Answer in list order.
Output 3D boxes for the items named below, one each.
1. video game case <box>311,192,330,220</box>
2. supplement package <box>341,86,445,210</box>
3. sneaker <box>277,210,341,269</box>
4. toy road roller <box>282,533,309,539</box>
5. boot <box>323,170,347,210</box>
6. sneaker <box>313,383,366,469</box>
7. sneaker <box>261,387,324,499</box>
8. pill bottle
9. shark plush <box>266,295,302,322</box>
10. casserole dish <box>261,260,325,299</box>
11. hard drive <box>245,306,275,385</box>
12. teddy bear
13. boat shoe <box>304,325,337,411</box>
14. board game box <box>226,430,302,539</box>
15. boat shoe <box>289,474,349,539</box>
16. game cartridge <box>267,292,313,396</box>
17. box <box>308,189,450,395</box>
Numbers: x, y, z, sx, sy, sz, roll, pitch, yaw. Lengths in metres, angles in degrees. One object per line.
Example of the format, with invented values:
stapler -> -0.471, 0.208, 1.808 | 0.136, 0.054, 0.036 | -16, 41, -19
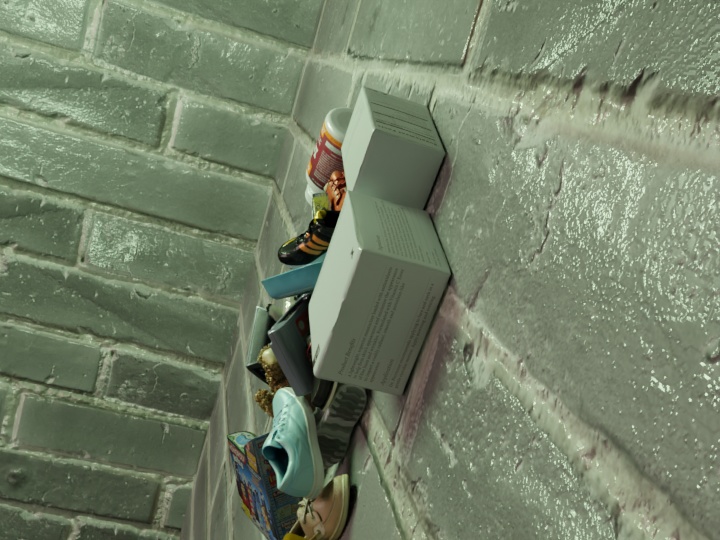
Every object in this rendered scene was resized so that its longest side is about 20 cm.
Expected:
video game case -> -0.065, -0.019, 1.645 | 0.201, 0.035, 0.184 | 94, 170, -69
supplement package -> 0.045, -0.184, 1.369 | 0.201, 0.115, 0.118 | -98, 26, -60
sneaker -> -0.066, -0.065, 1.481 | 0.197, 0.090, 0.071 | -11, 42, 29
toy road roller -> -0.101, 0.487, 1.311 | 0.146, 0.121, 0.202 | -71, 4, -63
boot -> -0.027, -0.131, 1.594 | 0.200, 0.074, 0.109 | 147, 101, -79
sneaker -> -0.043, 0.241, 1.435 | 0.201, 0.074, 0.082 | -56, 15, 27
sneaker -> -0.115, 0.257, 1.375 | 0.074, 0.081, 0.201 | -55, 38, 26
pill bottle -> -0.045, -0.218, 1.801 | 0.114, 0.111, 0.202 | -90, 19, -47
shark plush -> -0.082, 0.107, 1.599 | 0.090, 0.202, 0.083 | -34, -5, 40
casserole dish -> -0.076, 0.013, 1.444 | 0.198, 0.120, 0.040 | -15, 86, 49
hard drive -> -0.140, 0.163, 1.709 | 0.042, 0.200, 0.137 | -8, 60, 30
teddy bear -> -0.115, 0.215, 1.555 | 0.202, 0.144, 0.067 | 61, 160, -11
boat shoe -> -0.060, 0.124, 1.405 | 0.074, 0.062, 0.204 | 130, 152, -51
board game box -> -0.162, 0.352, 1.532 | 0.199, 0.061, 0.204 | 23, 124, 59
boat shoe -> -0.067, 0.382, 1.372 | 0.073, 0.064, 0.201 | -90, 18, -46
game cartridge -> -0.082, 0.121, 1.478 | 0.135, 0.040, 0.200 | 67, -158, -12
box -> 0.018, 0.028, 1.234 | 0.201, 0.128, 0.202 | -101, 29, -62
